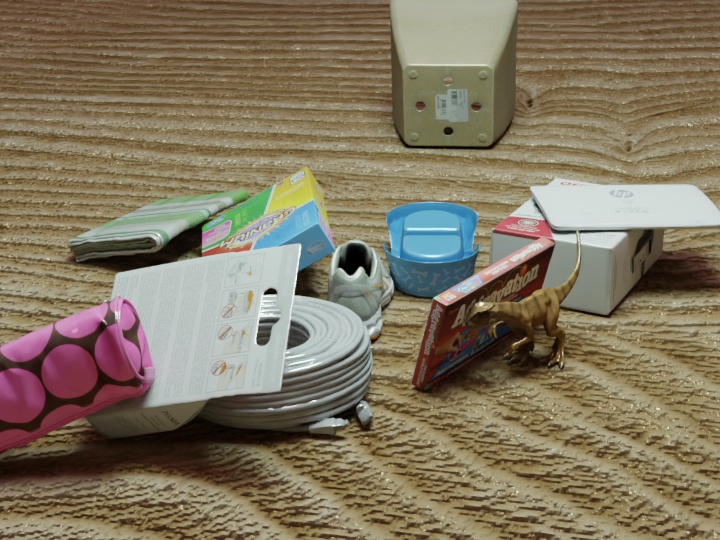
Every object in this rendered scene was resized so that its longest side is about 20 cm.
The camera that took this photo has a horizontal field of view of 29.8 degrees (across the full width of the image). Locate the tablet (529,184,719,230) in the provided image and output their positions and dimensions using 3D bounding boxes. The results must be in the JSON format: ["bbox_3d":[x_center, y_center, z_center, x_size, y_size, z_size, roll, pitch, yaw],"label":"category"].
[{"bbox_3d":[0.302,-0.074,1.539,0.199,0.014,0.130,0,23,-5],"label":"tablet"}]

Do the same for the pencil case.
[{"bbox_3d":[-0.277,0.102,1.178,0.200,0.094,0.091,-26,-18,1],"label":"pencil case"}]

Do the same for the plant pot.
[{"bbox_3d":[0.138,-0.291,2.074,0.199,0.200,0.177,2,33,7],"label":"plant pot"}]

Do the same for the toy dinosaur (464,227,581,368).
[{"bbox_3d":[0.186,0.039,1.365,0.060,0.107,0.200,16,28,37],"label":"toy dinosaur"}]

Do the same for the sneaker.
[{"bbox_3d":[0.000,0.000,1.485,0.075,0.092,0.200,1,22,1],"label":"sneaker"}]

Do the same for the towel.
[{"bbox_3d":[-0.248,-0.057,1.686,0.149,0.031,0.200,-3,16,31],"label":"towel"}]

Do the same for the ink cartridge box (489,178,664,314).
[{"bbox_3d":[0.254,-0.033,1.566,0.146,0.083,0.200,11,25,26],"label":"ink cartridge box"}]

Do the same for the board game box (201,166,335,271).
[{"bbox_3d":[-0.110,-0.037,1.563,0.153,0.040,0.200,-30,22,6],"label":"board game box"}]

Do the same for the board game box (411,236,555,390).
[{"bbox_3d":[0.127,0.041,1.367,0.019,0.103,0.200,30,35,28],"label":"board game box"}]

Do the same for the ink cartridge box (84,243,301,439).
[{"bbox_3d":[-0.145,0.064,1.235,0.199,0.047,0.160,-9,53,21],"label":"ink cartridge box"}]

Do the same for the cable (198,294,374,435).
[{"bbox_3d":[-0.088,0.086,1.311,0.199,0.069,0.200,-2,23,-2],"label":"cable"}]

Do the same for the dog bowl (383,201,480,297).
[{"bbox_3d":[0.084,-0.025,1.600,0.111,0.050,0.200,0,22,3],"label":"dog bowl"}]
